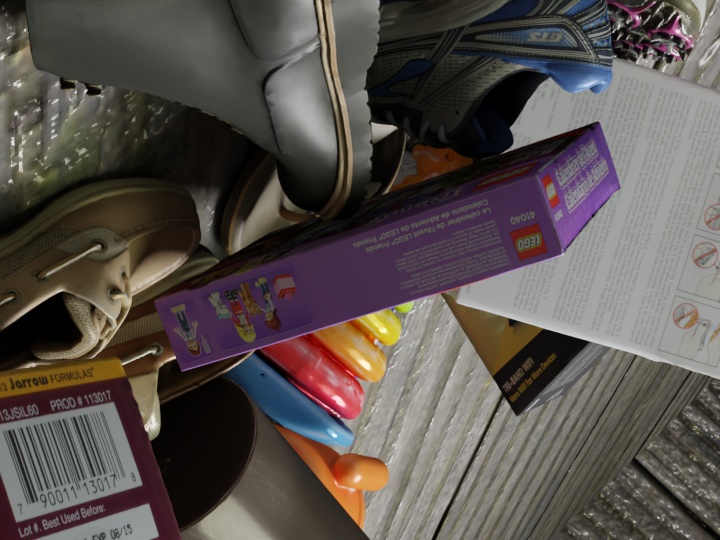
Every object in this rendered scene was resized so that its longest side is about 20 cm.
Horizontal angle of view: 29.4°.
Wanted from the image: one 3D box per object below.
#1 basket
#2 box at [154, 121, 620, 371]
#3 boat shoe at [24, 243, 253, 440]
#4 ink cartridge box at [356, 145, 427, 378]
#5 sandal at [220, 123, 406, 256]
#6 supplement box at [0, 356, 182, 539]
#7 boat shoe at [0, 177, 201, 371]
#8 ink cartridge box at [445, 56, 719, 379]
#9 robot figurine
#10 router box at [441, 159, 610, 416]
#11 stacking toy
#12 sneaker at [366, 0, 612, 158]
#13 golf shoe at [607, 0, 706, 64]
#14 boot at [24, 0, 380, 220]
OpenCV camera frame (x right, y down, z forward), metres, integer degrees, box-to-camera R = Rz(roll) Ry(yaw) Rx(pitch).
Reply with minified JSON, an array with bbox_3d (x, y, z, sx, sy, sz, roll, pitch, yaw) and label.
[{"bbox_3d":[-0.074,0.166,0.808,0.201,0.178,0.137,62,41,-41],"label":"basket"},{"bbox_3d":[0.017,-0.014,0.664,0.198,0.040,0.137,-18,-171,24],"label":"box"},{"bbox_3d":[-0.131,0.058,0.702,0.199,0.074,0.076,-35,165,-35],"label":"boat shoe"},{"bbox_3d":[0.001,0.005,0.952,0.099,0.039,0.201,-22,146,-52],"label":"ink cartridge box"},{"bbox_3d":[0.000,-0.066,0.765,0.199,0.054,0.080,-39,161,12],"label":"sandal"},{"bbox_3d":[-0.189,0.113,0.557,0.199,0.087,0.110,-25,170,24],"label":"supplement box"},{"bbox_3d":[-0.139,0.015,0.628,0.199,0.064,0.072,-27,152,-46],"label":"boat shoe"},{"bbox_3d":[0.167,-0.033,0.816,0.057,0.198,0.164,-118,-136,-80],"label":"ink cartridge box"},{"bbox_3d":[-0.064,0.177,1.024,0.145,0.116,0.200,-58,160,-3],"label":"robot figurine"},{"bbox_3d":[0.125,-0.015,0.942,0.052,0.158,0.200,-20,158,-31],"label":"router box"},{"bbox_3d":[0.000,0.000,0.832,0.201,0.116,0.110,-52,171,-3],"label":"stacking toy"},{"bbox_3d":[0.033,-0.091,0.664,0.198,0.086,0.077,-16,-179,36],"label":"sneaker"},{"bbox_3d":[0.152,-0.166,0.754,0.200,0.072,0.093,-93,-151,-79],"label":"golf shoe"},{"bbox_3d":[-0.066,-0.082,0.565,0.137,0.078,0.201,-9,149,-6],"label":"boot"}]
